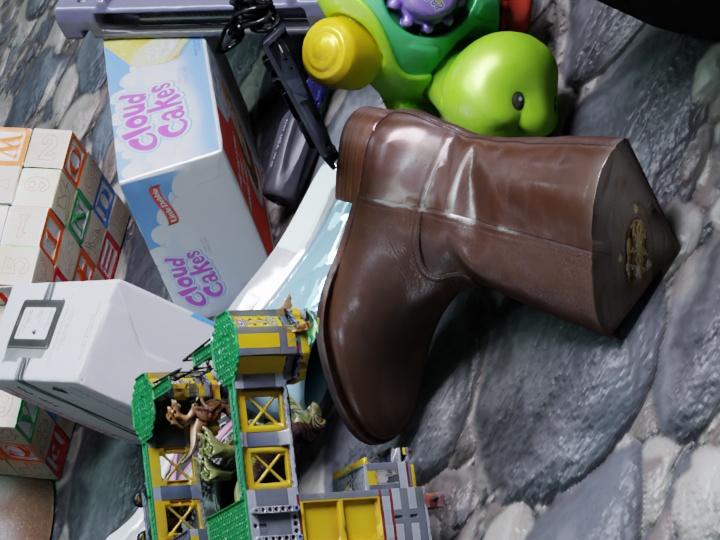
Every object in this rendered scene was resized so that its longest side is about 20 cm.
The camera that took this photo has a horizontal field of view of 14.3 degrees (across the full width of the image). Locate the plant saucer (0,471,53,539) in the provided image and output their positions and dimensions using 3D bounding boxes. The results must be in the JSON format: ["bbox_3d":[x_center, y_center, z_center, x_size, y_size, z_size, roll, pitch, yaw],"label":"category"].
[{"bbox_3d":[-0.271,0.207,1.917,0.200,0.037,0.201,-43,33,36],"label":"plant saucer"}]

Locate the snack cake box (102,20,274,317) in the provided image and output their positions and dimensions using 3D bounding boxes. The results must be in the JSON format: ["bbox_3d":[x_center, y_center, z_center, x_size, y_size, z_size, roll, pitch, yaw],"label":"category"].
[{"bbox_3d":[-0.105,-0.077,1.755,0.067,0.115,0.201,-17,38,3],"label":"snack cake box"}]

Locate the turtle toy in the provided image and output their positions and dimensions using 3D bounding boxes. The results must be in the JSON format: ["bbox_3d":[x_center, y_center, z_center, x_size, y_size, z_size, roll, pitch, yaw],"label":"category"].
[{"bbox_3d":[0.039,-0.141,1.533,0.101,0.145,0.201,-35,68,32],"label":"turtle toy"}]

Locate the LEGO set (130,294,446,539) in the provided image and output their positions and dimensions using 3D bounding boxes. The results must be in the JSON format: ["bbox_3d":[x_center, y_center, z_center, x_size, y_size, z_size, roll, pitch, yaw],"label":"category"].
[{"bbox_3d":[-0.034,0.097,1.478,0.200,0.115,0.155,133,131,-58],"label":"LEGO set"}]

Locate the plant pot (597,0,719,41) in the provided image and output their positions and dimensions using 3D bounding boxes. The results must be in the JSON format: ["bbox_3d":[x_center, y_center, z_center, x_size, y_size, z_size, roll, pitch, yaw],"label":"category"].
[{"bbox_3d":[0.146,-0.217,1.365,0.177,0.199,0.201,156,134,-71],"label":"plant pot"}]

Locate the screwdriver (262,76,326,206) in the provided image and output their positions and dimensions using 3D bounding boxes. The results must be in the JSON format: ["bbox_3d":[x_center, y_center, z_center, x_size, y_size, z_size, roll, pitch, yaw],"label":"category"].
[{"bbox_3d":[-0.020,-0.132,1.766,0.029,0.028,0.201,103,-174,-70],"label":"screwdriver"}]

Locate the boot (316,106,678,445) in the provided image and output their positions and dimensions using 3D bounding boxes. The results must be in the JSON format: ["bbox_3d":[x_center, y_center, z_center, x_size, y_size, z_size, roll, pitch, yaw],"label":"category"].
[{"bbox_3d":[0.069,0.016,1.433,0.199,0.064,0.188,13,111,43],"label":"boot"}]

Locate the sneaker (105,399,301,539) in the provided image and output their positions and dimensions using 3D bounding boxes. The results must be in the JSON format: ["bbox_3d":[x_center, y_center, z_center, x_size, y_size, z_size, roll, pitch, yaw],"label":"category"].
[{"bbox_3d":[-0.092,0.156,1.590,0.086,0.080,0.201,8,80,52],"label":"sneaker"}]

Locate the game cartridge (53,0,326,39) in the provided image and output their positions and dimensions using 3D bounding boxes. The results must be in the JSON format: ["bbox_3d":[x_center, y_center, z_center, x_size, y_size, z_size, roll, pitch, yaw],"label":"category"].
[{"bbox_3d":[-0.077,-0.194,1.764,0.199,0.039,0.130,0,47,24],"label":"game cartridge"}]

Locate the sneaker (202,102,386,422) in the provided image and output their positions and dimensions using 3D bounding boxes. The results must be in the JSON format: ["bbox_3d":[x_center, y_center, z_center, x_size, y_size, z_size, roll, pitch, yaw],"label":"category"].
[{"bbox_3d":[0.000,0.000,1.586,0.082,0.074,0.201,30,84,25],"label":"sneaker"}]

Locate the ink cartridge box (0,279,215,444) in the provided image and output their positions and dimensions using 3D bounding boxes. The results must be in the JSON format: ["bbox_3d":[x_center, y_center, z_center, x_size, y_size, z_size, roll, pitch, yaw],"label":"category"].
[{"bbox_3d":[-0.151,0.058,1.735,0.200,0.116,0.068,-2,65,62],"label":"ink cartridge box"}]

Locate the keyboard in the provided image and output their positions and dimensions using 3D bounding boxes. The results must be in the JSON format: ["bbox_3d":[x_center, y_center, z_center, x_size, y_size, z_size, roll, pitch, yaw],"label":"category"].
[{"bbox_3d":[-0.048,-0.100,1.513,0.039,0.105,0.200,-23,5,-1],"label":"keyboard"}]

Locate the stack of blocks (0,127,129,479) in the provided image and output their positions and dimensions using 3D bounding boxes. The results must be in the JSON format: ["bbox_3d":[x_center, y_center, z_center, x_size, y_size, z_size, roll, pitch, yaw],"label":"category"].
[{"bbox_3d":[-0.218,0.021,1.881,0.058,0.115,0.201,4,65,19],"label":"stack of blocks"}]
